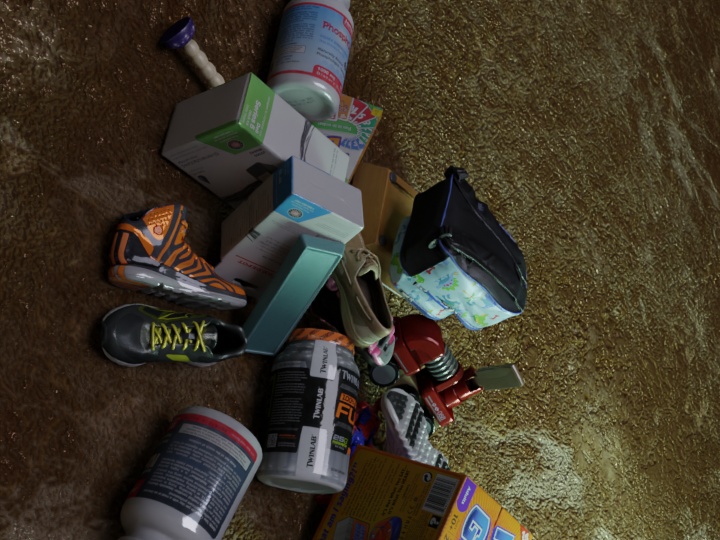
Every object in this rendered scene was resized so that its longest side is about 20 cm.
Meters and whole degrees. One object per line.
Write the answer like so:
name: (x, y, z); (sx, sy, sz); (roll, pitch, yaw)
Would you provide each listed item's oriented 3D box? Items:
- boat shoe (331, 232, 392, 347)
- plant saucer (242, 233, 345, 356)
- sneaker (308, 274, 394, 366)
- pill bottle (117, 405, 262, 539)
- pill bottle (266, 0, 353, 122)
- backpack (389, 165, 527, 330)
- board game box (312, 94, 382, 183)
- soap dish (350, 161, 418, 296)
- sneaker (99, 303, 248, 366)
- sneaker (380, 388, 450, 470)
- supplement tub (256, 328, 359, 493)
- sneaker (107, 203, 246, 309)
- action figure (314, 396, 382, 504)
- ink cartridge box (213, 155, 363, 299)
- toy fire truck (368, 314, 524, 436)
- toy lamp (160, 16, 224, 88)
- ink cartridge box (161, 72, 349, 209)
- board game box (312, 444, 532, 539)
boat shoe: (0.000, 0.000, 1.357); (0.071, 0.064, 0.202); (-2, 70, -45)
plant saucer: (-0.093, 0.038, 1.284); (0.069, 0.201, 0.019); (12, 37, -35)
sneaker: (-0.028, 0.053, 1.423); (0.201, 0.095, 0.079); (59, 38, -4)
pill bottle: (-0.204, 0.269, 1.145); (0.120, 0.119, 0.201); (53, 46, -29)
pill bottle: (-0.069, -0.325, 1.448); (0.108, 0.108, 0.202); (32, 59, -43)
backpack: (0.146, -0.013, 1.475); (0.200, 0.146, 0.184); (40, 41, -25)
board game box: (-0.044, -0.181, 1.469); (0.030, 0.095, 0.201); (103, 9, -57)
soap dish: (0.055, -0.058, 1.565); (0.200, 0.081, 0.159); (35, 57, -43)
sneaker: (-0.219, 0.075, 1.197); (0.199, 0.084, 0.075); (7, 76, -50)
sneaker: (0.064, 0.257, 1.471); (0.075, 0.080, 0.201); (-59, 135, -44)
supplement tub: (-0.067, 0.187, 1.330); (0.122, 0.122, 0.202); (28, 62, -44)
sneaker: (-0.214, -0.020, 1.229); (0.199, 0.077, 0.113); (23, 66, -46)
action figure: (-0.009, 0.250, 1.449); (0.066, 0.051, 0.200); (60, 40, -19)
ink cartridge box: (-0.102, -0.048, 1.287); (0.115, 0.200, 0.067); (24, 44, -33)
toy fire truck: (0.127, 0.145, 1.487); (0.177, 0.199, 0.129); (57, 13, -25)
toy lamp: (-0.184, -0.241, 1.330); (0.200, 0.058, 0.059); (50, 48, -31)
ink cartridge box: (-0.133, -0.149, 1.300); (0.200, 0.145, 0.085); (37, 52, -40)
board game box: (0.076, 0.388, 1.362); (0.200, 0.199, 0.201); (45, 63, -40)
